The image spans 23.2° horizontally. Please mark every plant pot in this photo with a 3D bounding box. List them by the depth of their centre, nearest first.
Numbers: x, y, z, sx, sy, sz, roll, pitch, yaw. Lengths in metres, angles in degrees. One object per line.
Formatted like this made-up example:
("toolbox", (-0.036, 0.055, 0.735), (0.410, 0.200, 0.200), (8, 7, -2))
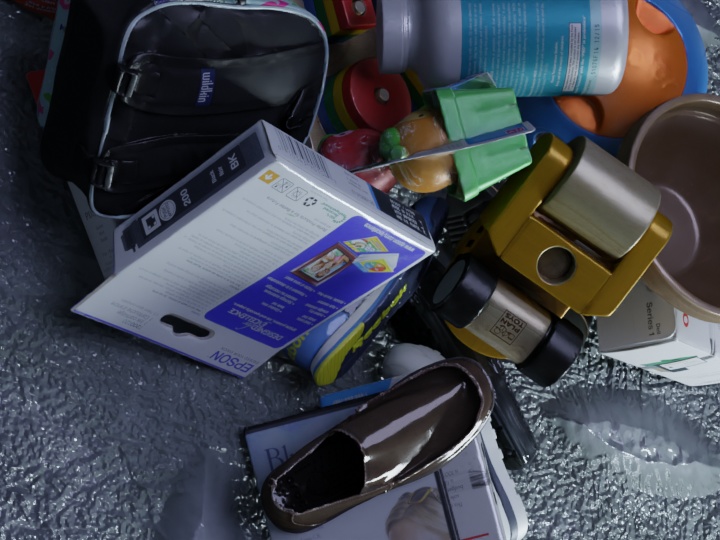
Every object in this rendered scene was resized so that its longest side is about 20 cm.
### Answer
("plant pot", (0.286, -0.045, 1.522), (0.201, 0.093, 0.201), (9, 71, -27))

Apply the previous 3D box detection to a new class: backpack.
("backpack", (-0.128, -0.137, 1.269), (0.200, 0.178, 0.151), (-6, 35, -36))

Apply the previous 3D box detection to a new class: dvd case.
("dvd case", (0.002, 0.200, 1.350), (0.018, 0.142, 0.200), (39, 36, -82))

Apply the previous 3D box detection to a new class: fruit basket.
("fruit basket", (0.027, -0.096, 1.370), (0.200, 0.185, 0.094), (-9, 95, -1))

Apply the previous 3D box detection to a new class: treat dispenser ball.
("treat dispenser ball", (0.217, -0.178, 1.610), (0.201, 0.201, 0.201), (15, 66, -37))

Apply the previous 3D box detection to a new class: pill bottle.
("pill bottle", (0.114, -0.199, 1.450), (0.200, 0.111, 0.111), (-1, 73, -5))

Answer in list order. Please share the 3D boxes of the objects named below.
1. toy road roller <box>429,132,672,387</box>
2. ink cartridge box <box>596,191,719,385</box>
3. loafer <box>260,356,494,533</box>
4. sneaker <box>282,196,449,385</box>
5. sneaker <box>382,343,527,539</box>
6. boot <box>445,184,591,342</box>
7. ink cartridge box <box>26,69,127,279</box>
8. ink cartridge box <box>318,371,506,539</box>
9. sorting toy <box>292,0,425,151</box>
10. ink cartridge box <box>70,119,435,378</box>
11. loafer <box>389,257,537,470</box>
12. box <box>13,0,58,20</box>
("toy road roller", (0.145, -0.019, 1.434), (0.123, 0.200, 0.146), (34, 14, -13))
("ink cartridge box", (0.299, 0.020, 1.661), (0.200, 0.084, 0.146), (20, 62, -52))
("loafer", (0.014, 0.135, 1.309), (0.200, 0.071, 0.073), (-35, 83, 1))
("sneaker", (0.000, 0.000, 1.427), (0.082, 0.074, 0.200), (33, 59, 17))
("sneaker", (0.066, 0.156, 1.455), (0.080, 0.076, 0.200), (-30, 95, -33))
("boot", (0.157, -0.035, 1.605), (0.200, 0.077, 0.138), (58, 42, -28))
("ink cartridge box", (-0.151, -0.080, 1.359), (0.161, 0.050, 0.200), (-21, 92, -43))
("ink cartridge box", (0.049, 0.183, 1.391), (0.067, 0.116, 0.200), (42, 34, -82))
("sorting toy", (0.024, -0.189, 1.533), (0.200, 0.070, 0.199), (-10, 82, -43))
("ink cartridge box", (-0.080, -0.008, 1.283), (0.198, 0.200, 0.043), (28, 35, -49))
("loafer", (0.096, 0.079, 1.505), (0.070, 0.068, 0.201), (-37, 97, -34))
("box", (-0.215, -0.300, 1.341), (0.095, 0.100, 0.200), (23, 61, -34))
